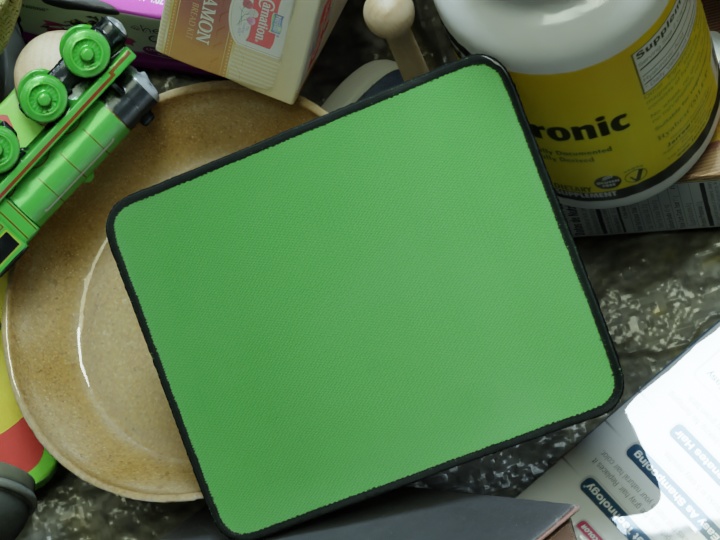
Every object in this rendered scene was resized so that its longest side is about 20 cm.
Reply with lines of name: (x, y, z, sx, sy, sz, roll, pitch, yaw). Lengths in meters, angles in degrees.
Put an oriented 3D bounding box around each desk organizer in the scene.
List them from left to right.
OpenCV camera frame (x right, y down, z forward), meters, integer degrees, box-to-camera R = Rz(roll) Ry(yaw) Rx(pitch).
desk organizer: (0.009, 0.144, 1.266, 0.199, 0.077, 0.072, 2, 28, 45)

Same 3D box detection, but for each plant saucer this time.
plant saucer: (-0.069, 0.012, 1.327, 0.199, 0.035, 0.201, -8, 68, 22)

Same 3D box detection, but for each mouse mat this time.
mouse mat: (-0.001, 0.014, 1.240, 0.199, 0.008, 0.162, -21, 89, 18)

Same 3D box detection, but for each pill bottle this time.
pill bottle: (0.091, -0.118, 1.262, 0.111, 0.200, 0.112, -7, 62, 13)

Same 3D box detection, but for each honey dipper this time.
honey dipper: (0.032, -0.069, 1.315, 0.038, 0.200, 0.038, -6, 64, 12)

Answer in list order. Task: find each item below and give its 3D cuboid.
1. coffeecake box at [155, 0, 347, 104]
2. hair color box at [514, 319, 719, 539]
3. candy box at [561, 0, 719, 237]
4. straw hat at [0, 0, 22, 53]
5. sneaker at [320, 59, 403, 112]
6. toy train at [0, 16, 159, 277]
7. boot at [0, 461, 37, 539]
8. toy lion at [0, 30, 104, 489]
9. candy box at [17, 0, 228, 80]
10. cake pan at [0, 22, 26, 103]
coffeecake box: (-0.017, -0.202, 1.331, 0.073, 0.154, 0.200, 21, 46, 4)
hair color box: (0.167, 0.088, 1.283, 0.200, 0.061, 0.100, -40, 63, -7)
candy box: (0.184, -0.084, 1.366, 0.199, 0.055, 0.116, -4, 63, 13)
straw hat: (-0.212, -0.130, 1.392, 0.201, 0.201, 0.085, -38, 79, -6)
sneaker: (0.000, 0.000, 1.365, 0.084, 0.075, 0.201, 18, 80, 23)
toy train: (-0.170, -0.032, 1.339, 0.056, 0.042, 0.200, 44, 90, -13)
boot: (-0.215, 0.201, 1.309, 0.181, 0.072, 0.201, -27, 51, 27)
toy lion: (-0.180, 0.009, 1.391, 0.199, 0.069, 0.192, -26, 83, -9)
candy box: (-0.087, -0.203, 1.481, 0.136, 0.061, 0.201, 10, 66, 9)
cake pan: (-0.256, -0.077, 1.485, 0.199, 0.037, 0.201, -6, 64, 11)
